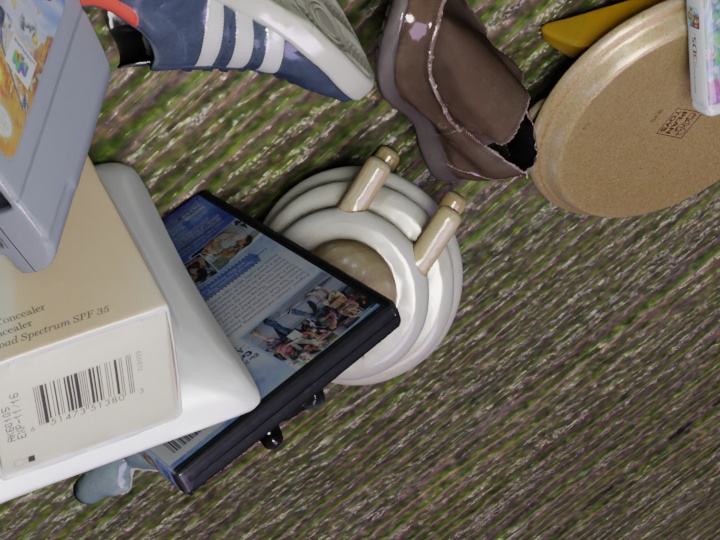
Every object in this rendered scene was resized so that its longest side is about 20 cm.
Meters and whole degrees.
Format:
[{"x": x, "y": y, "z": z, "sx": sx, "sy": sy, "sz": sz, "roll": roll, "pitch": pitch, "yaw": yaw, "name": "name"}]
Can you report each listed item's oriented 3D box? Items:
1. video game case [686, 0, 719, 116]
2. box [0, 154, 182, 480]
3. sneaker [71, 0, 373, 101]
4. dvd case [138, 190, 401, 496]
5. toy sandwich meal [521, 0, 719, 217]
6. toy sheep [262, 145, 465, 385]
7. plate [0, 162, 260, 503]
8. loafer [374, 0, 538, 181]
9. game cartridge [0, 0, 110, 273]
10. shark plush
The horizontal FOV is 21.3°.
[{"x": 0.271, "y": -0.199, "z": 1.087, "sx": 0.198, "sy": 0.024, "sz": 0.184, "roll": -17, "pitch": 116, "yaw": -20, "name": "video game case"}, {"x": -0.163, "y": -0.009, "z": 0.905, "sx": 0.094, "sy": 0.201, "sz": 0.078, "roll": -20, "pitch": 139, "yaw": -17, "name": "box"}, {"x": -0.075, "y": -0.124, "z": 0.951, "sx": 0.084, "sy": 0.075, "sz": 0.199, "roll": -38, "pitch": 140, "yaw": 20, "name": "sneaker"}, {"x": -0.086, "y": 0.031, "z": 1.010, "sx": 0.142, "sy": 0.199, "sz": 0.018, "roll": -37, "pitch": 126, "yaw": -18, "name": "dvd case"}, {"x": 0.184, "y": -0.117, "z": 1.169, "sx": 0.203, "sy": 0.071, "sz": 0.206, "roll": -18, "pitch": 144, "yaw": -13, "name": "toy sandwich meal"}, {"x": 0.000, "y": 0.000, "z": 1.115, "sx": 0.137, "sy": 0.138, "sz": 0.200, "roll": -36, "pitch": 179, "yaw": 10, "name": "toy sheep"}, {"x": -0.176, "y": 0.026, "z": 0.953, "sx": 0.198, "sy": 0.201, "sz": 0.033, "roll": -20, "pitch": 136, "yaw": -15, "name": "plate"}, {"x": 0.060, "y": -0.109, "z": 1.056, "sx": 0.070, "sy": 0.074, "sz": 0.200, "roll": 9, "pitch": 163, "yaw": 19, "name": "loafer"}, {"x": -0.173, "y": -0.112, "z": 0.811, "sx": 0.041, "sy": 0.134, "sz": 0.201, "roll": -8, "pitch": 137, "yaw": 26, "name": "game cartridge"}, {"x": -0.116, "y": 0.086, "z": 1.121, "sx": 0.091, "sy": 0.198, "sz": 0.084, "roll": -60, "pitch": 138, "yaw": -30, "name": "shark plush"}]
